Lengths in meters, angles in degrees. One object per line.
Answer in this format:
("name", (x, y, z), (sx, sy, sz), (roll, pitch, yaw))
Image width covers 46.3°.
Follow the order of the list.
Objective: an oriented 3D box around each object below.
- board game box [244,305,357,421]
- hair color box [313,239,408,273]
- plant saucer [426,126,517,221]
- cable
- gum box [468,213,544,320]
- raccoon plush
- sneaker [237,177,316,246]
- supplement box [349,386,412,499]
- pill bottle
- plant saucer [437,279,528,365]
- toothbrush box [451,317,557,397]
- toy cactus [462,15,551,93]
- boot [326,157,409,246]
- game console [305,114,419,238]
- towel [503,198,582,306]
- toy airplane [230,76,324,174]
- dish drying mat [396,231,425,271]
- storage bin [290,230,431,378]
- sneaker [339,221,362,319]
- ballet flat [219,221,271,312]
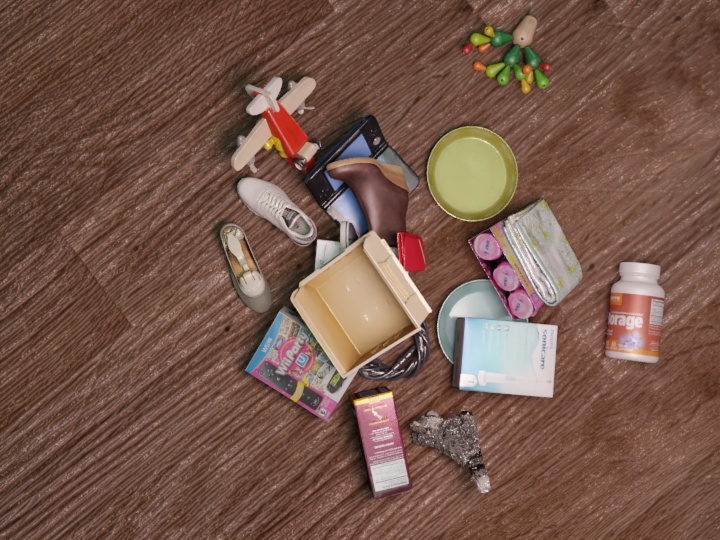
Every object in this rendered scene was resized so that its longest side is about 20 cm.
("board game box", (-0.114, 0.191, 1.724), (0.198, 0.064, 0.149), (32, 102, -1))
("hair color box", (0.000, 0.000, 1.759), (0.196, 0.064, 0.113), (6, 89, -5))
("plant saucer", (0.238, -0.205, 1.802), (0.196, 0.031, 0.204), (0, 87, -4))
("cable", (0.047, 0.150, 1.769), (0.196, 0.051, 0.166), (-4, 95, -3))
("gum box", (0.321, -0.004, 1.751), (0.113, 0.066, 0.202), (-28, 87, -50))
("raccoon plush", (0.176, 0.361, 1.707), (0.132, 0.201, 0.098), (-9, 120, -4))
("sneaker", (-0.170, -0.130, 1.743), (0.199, 0.081, 0.077), (35, 87, -1))
("supplement box", (0.041, 0.350, 1.724), (0.084, 0.110, 0.204), (-12, 89, -5))
("pill bottle", (0.580, 0.088, 1.776), (0.110, 0.112, 0.204), (7, 87, -4))
("plant saucer", (0.257, 0.121, 1.788), (0.196, 0.036, 0.204), (0, 88, -5))
("toothbrush box", (0.295, 0.177, 1.728), (0.196, 0.085, 0.149), (4, 87, -4))
("toy cactus", (0.330, -0.475, 1.798), (0.198, 0.102, 0.167), (27, 76, 6))
("boot", (0.021, -0.135, 1.687), (0.197, 0.072, 0.170), (2, 82, -37))
("game console", (0.008, -0.187, 1.745), (0.200, 0.171, 0.118), (-46, 65, -5))
("towel", (0.385, -0.042, 1.749), (0.048, 0.170, 0.202), (-27, 91, 40))
("toy airplane", (-0.178, -0.300, 1.719), (0.198, 0.140, 0.203), (-4, 102, -37))
("dish drying mat", (0.105, -0.036, 1.703), (0.018, 0.200, 0.078), (-4, 89, 15))
("storage bin", (-0.001, 0.062, 1.607), (0.199, 0.094, 0.200), (-34, 91, 29))
("sneaker", (0.005, -0.003, 1.688), (0.078, 0.079, 0.204), (-7, 103, 6))
("ballet flat", (-0.242, -0.005, 1.740), (0.066, 0.064, 0.203), (-23, 90, -5))
